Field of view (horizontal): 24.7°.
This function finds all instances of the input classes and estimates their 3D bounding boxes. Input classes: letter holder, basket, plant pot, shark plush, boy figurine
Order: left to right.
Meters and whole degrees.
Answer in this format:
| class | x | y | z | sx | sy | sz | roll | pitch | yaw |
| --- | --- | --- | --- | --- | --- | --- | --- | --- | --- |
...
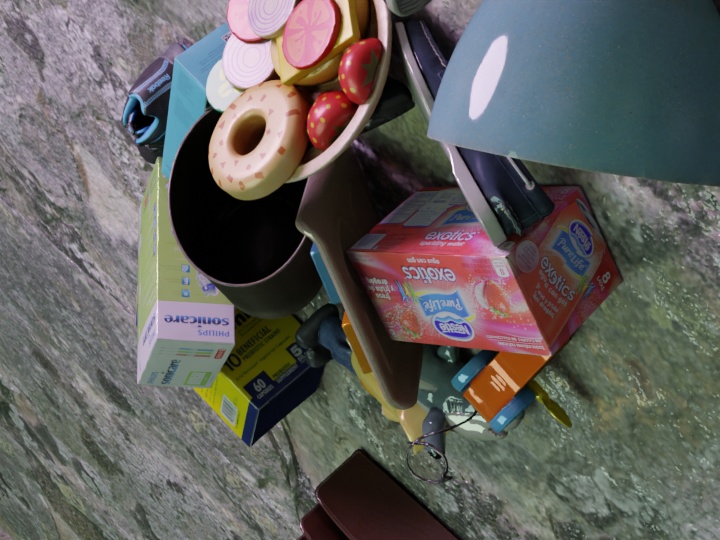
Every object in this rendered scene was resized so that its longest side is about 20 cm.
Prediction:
| class | x | y | z | sx | sy | sz | roll | pitch | yaw |
| --- | --- | --- | --- | --- | --- | --- | --- | --- | --- |
| basket | -0.096 | -0.037 | 1.547 | 0.134 | 0.182 | 0.200 | -1 | 160 | 5 |
| letter holder | 0.018 | 0.331 | 1.858 | 0.200 | 0.142 | 0.101 | 40 | 152 | 23 |
| boy figurine | 0.022 | 0.116 | 1.652 | 0.200 | 0.064 | 0.125 | 40 | 162 | 37 |
| shark plush | 0.082 | 0.083 | 1.571 | 0.201 | 0.090 | 0.084 | 61 | 141 | 29 |
| plant pot | 0.149 | -0.135 | 1.032 | 0.199 | 0.199 | 0.136 | 17 | 101 | 49 |

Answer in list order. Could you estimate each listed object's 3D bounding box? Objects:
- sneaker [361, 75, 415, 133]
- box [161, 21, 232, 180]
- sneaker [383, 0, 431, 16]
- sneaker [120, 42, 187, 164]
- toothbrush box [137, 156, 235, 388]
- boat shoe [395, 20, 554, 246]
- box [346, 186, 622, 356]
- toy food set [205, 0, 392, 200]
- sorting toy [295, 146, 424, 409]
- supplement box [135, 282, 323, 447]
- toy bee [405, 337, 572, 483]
| class | x | y | z | sx | sy | sz | roll | pitch | yaw |
| --- | --- | --- | --- | --- | --- | --- | --- | --- | --- |
| sneaker | -0.028 | -0.162 | 1.361 | 0.200 | 0.075 | 0.088 | 18 | 131 | 62 |
| box | -0.140 | -0.150 | 1.568 | 0.049 | 0.082 | 0.200 | 45 | 153 | 14 |
| sneaker | 0.018 | -0.285 | 1.162 | 0.106 | 0.074 | 0.201 | 38 | 142 | 35 |
| sneaker | -0.214 | -0.159 | 1.678 | 0.073 | 0.082 | 0.200 | 45 | 155 | 8 |
| toothbrush box | -0.183 | 0.004 | 1.713 | 0.146 | 0.085 | 0.202 | 125 | 147 | -63 |
| boat shoe | 0.084 | -0.115 | 1.256 | 0.201 | 0.061 | 0.075 | 65 | -176 | 28 |
| box | 0.098 | -0.003 | 1.336 | 0.199 | 0.103 | 0.095 | 2 | 127 | 51 |
| toy food set | -0.053 | -0.167 | 1.318 | 0.199 | 0.048 | 0.200 | -30 | 57 | 37 |
| sorting toy | 0.000 | 0.000 | 1.452 | 0.036 | 0.186 | 0.201 | -20 | 116 | 18 |
| supplement box | -0.147 | 0.076 | 1.837 | 0.200 | 0.109 | 0.110 | 44 | 154 | 14 |
| toy bee | 0.122 | 0.091 | 1.455 | 0.199 | 0.109 | 0.132 | -24 | 96 | 38 |
